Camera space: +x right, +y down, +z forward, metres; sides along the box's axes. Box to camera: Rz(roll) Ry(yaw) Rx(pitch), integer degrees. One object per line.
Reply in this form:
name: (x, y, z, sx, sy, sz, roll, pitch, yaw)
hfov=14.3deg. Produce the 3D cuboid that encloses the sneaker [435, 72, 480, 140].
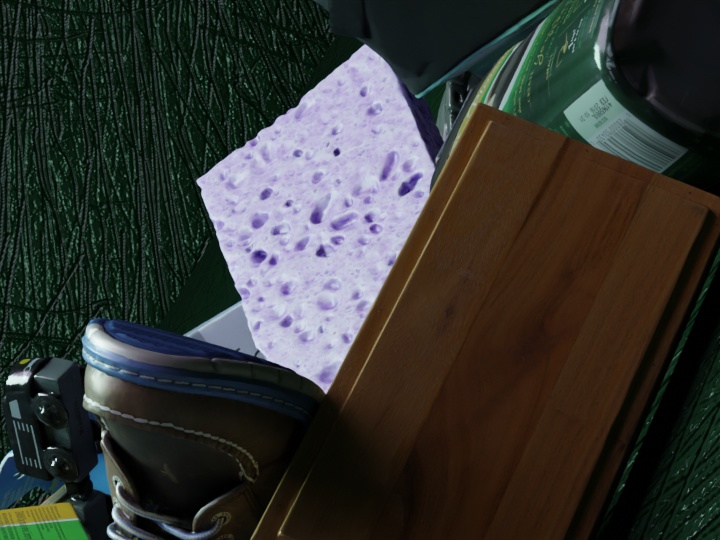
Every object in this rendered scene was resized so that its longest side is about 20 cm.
sneaker: (0.053, -0.040, 1.419, 0.200, 0.076, 0.091, -61, 3, -35)

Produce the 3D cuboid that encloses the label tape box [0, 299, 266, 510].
label tape box: (-0.078, 0.076, 1.359, 0.200, 0.066, 0.143, -33, -10, -23)

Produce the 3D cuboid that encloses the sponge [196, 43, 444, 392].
sponge: (0.000, 0.000, 1.243, 0.111, 0.030, 0.200, -36, 47, 16)

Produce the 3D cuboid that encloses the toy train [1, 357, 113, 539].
toy train: (-0.127, 0.124, 1.265, 0.034, 0.046, 0.200, -45, -44, -46)

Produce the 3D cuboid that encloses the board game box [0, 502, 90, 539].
board game box: (-0.120, 0.205, 1.158, 0.153, 0.040, 0.201, -153, 57, -79)

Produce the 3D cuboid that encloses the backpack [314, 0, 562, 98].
backpack: (0.085, -0.181, 1.256, 0.176, 0.153, 0.200, -38, 24, 48)

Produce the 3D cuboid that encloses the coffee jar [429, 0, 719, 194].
coffee jar: (0.099, -0.063, 1.118, 0.104, 0.085, 0.200, -63, 9, -24)

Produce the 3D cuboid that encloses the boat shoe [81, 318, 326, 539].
boat shoe: (-0.049, 0.066, 0.973, 0.200, 0.072, 0.073, 38, -111, -71)

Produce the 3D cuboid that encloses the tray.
tray: (0.046, 0.040, 0.963, 0.037, 0.098, 0.200, 99, -165, -56)
